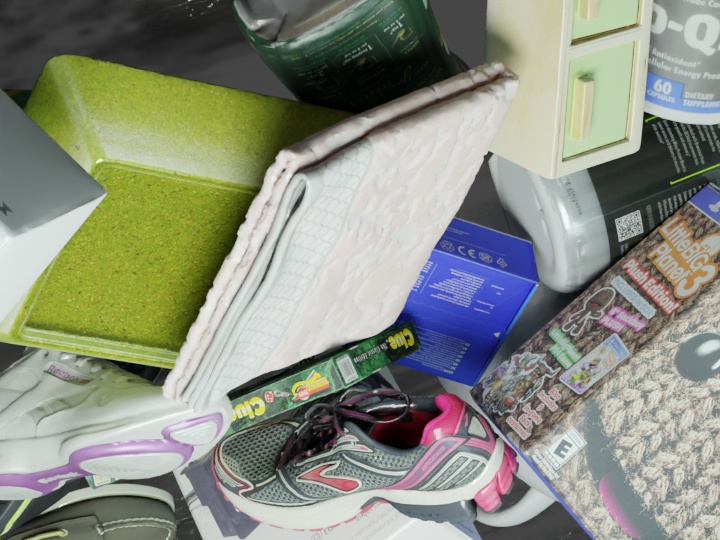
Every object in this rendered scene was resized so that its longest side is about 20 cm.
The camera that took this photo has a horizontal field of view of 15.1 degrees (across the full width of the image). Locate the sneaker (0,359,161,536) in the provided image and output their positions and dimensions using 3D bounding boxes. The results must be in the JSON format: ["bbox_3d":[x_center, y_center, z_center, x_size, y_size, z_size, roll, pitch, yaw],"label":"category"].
[{"bbox_3d":[-0.194,0.098,1.714,0.200,0.072,0.083,-42,165,17],"label":"sneaker"}]

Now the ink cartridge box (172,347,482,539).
[{"bbox_3d":[-0.031,0.136,1.738,0.145,0.200,0.084,-38,140,11],"label":"ink cartridge box"}]

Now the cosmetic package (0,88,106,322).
[{"bbox_3d":[-0.274,-0.028,1.363,0.200,0.199,0.123,-48,175,24],"label":"cosmetic package"}]

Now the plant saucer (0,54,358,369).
[{"bbox_3d":[-0.113,-0.015,1.519,0.200,0.048,0.200,10,129,-28],"label":"plant saucer"}]

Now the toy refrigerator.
[{"bbox_3d":[0.122,-0.160,1.542,0.076,0.070,0.200,-18,123,-37],"label":"toy refrigerator"}]

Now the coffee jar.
[{"bbox_3d":[0.006,-0.116,1.565,0.104,0.085,0.200,-31,143,2],"label":"coffee jar"}]

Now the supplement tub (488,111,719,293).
[{"bbox_3d":[0.191,-0.074,1.709,0.200,0.123,0.123,-21,142,-11],"label":"supplement tub"}]

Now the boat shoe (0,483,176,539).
[{"bbox_3d":[-0.211,0.191,1.795,0.201,0.060,0.072,-9,139,-25],"label":"boat shoe"}]

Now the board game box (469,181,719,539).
[{"bbox_3d":[0.199,0.078,1.646,0.200,0.097,0.159,-41,117,-1],"label":"board game box"}]

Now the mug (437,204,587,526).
[{"bbox_3d":[0.119,0.081,1.793,0.148,0.175,0.200,8,129,-40],"label":"mug"}]

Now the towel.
[{"bbox_3d":[-0.008,-0.016,1.512,0.191,0.032,0.200,-25,152,-45],"label":"towel"}]

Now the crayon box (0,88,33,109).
[{"bbox_3d":[-0.227,-0.042,1.523,0.200,0.051,0.127,1,134,-36],"label":"crayon box"}]

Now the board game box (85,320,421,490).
[{"bbox_3d":[-0.068,0.083,1.662,0.200,0.023,0.105,-23,178,31],"label":"board game box"}]

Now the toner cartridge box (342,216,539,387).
[{"bbox_3d":[0.000,0.000,1.672,0.200,0.043,0.095,18,127,-18],"label":"toner cartridge box"}]

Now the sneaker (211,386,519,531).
[{"bbox_3d":[-0.004,0.103,1.626,0.200,0.081,0.075,-7,137,31],"label":"sneaker"}]

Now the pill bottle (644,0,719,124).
[{"bbox_3d":[0.208,-0.193,1.589,0.114,0.114,0.200,-15,140,-19],"label":"pill bottle"}]

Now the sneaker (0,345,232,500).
[{"bbox_3d":[-0.163,0.077,1.605,0.200,0.100,0.075,-11,157,32],"label":"sneaker"}]
